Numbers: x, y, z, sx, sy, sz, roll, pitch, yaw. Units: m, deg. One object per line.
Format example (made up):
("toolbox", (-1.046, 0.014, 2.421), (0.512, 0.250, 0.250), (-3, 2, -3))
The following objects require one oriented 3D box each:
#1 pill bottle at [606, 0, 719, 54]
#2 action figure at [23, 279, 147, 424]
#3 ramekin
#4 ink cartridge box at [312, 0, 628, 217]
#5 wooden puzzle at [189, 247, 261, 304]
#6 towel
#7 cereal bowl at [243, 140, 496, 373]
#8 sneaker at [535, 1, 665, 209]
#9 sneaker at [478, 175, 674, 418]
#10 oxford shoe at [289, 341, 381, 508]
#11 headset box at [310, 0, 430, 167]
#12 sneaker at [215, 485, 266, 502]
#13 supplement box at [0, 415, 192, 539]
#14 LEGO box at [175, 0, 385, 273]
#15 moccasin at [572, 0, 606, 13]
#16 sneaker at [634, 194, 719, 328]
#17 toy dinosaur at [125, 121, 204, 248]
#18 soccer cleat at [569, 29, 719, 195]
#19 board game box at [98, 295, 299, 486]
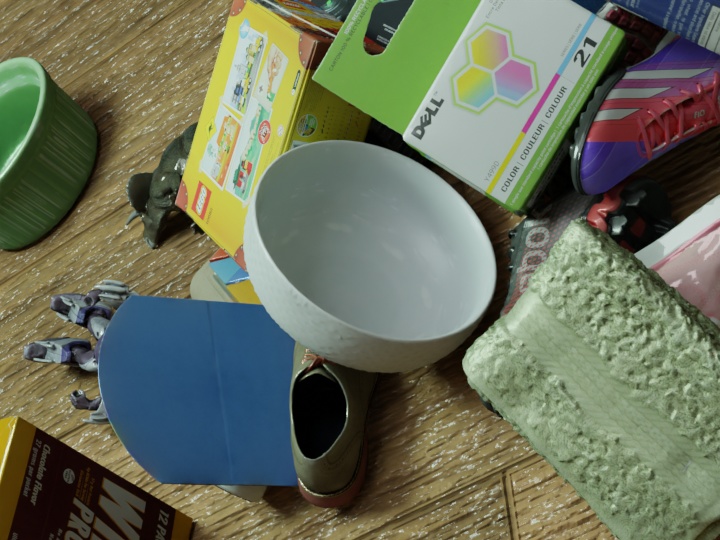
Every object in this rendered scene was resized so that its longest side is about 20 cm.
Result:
("pill bottle", (0.262, -0.203, 1.073), (0.198, 0.111, 0.112), (27, 78, 10))
("action figure", (-0.239, 0.072, 1.444), (0.199, 0.069, 0.132), (14, 89, 57))
("ramekin", (-0.379, -0.121, 1.710), (0.199, 0.097, 0.202), (-25, 47, 29))
("ink cartridge box", (0.073, -0.153, 1.142), (0.199, 0.076, 0.149), (32, 95, 11))
("wooden puzzle", (-0.058, -0.015, 1.365), (0.200, 0.037, 0.185), (-50, 39, 3))
("towel", (0.167, 0.079, 0.987), (0.200, 0.036, 0.149), (46, 113, 20))
("cereal bowl", (0.000, 0.000, 1.199), (0.084, 0.198, 0.202), (117, 155, -43))
("sneaker", (0.163, -0.146, 1.215), (0.200, 0.080, 0.075), (-50, 37, 3))
("sneaker", (0.137, 0.013, 1.127), (0.098, 0.071, 0.201), (25, 78, 50))
("oxford shoe", (-0.021, 0.077, 1.215), (0.069, 0.075, 0.202), (-6, 57, 6))
("headset box", (0.033, -0.201, 1.372), (0.201, 0.093, 0.174), (-54, 39, -2))
("sneaker", (-0.120, 0.110, 1.295), (0.085, 0.072, 0.200), (-57, 37, 9))
("supplement box", (-0.280, 0.235, 1.263), (0.196, 0.200, 0.134), (-17, 50, 35))
("LEGO box", (-0.069, -0.114, 1.305), (0.149, 0.076, 0.202), (41, 118, 50))
("moccasin", (0.184, -0.255, 1.291), (0.068, 0.081, 0.201), (-18, 32, 53))
("sneaker", (0.230, 0.021, 1.037), (0.199, 0.075, 0.105), (-32, 69, -1))
("toy dinosaur", (-0.157, -0.103, 1.498), (0.200, 0.077, 0.102), (-50, 46, 7))
("soccer cleat", (0.221, -0.117, 1.107), (0.073, 0.069, 0.200), (23, 51, 34))
("board game box", (-0.116, 0.102, 1.233), (0.039, 0.198, 0.160), (-48, 45, 49))
